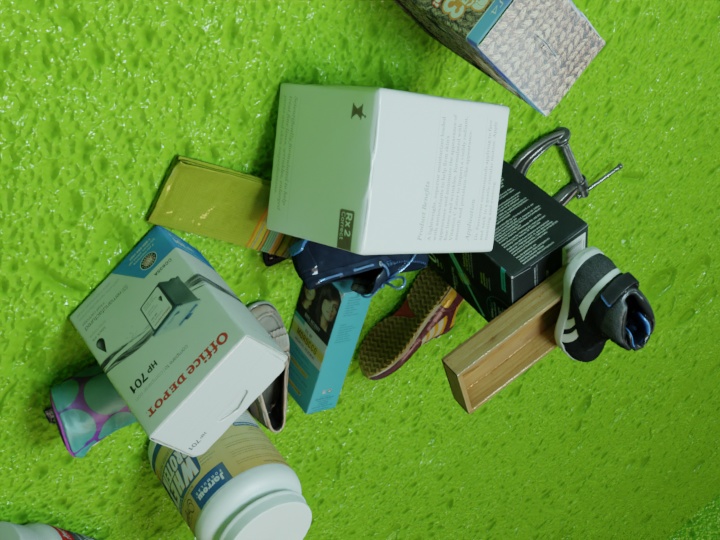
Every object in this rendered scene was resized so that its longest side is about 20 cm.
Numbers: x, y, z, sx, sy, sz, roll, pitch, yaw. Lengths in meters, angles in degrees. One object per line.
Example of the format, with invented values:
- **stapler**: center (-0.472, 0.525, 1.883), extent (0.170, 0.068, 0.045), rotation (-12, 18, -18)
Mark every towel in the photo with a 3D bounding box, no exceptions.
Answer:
- **towel**: center (-0.131, -0.065, 1.100), extent (0.200, 0.018, 0.086), rotation (14, 114, -37)

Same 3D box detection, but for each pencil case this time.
- **pencil case**: center (-0.258, 0.139, 1.142), extent (0.200, 0.085, 0.093), rotation (-23, 122, -25)

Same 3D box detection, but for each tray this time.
- **tray**: center (0.194, 0.084, 1.223), extent (0.200, 0.037, 0.099), rotation (-36, 143, -12)

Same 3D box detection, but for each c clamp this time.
- **c clamp**: center (0.288, -0.143, 1.440), extent (0.171, 0.027, 0.200), rotation (-43, 144, 6)

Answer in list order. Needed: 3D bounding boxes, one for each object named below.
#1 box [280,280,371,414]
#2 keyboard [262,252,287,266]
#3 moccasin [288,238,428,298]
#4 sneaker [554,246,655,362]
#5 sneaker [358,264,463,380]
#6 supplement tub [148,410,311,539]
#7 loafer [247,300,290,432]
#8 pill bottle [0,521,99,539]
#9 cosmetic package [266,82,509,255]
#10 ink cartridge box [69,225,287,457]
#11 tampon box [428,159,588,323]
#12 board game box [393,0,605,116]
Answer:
- **box**: center (-0.049, 0.084, 1.287), extent (0.049, 0.082, 0.200), rotation (-9, 130, -37)
- **keyboard**: center (-0.028, -0.070, 1.200), extent (0.200, 0.040, 0.104), rotation (-27, 140, -23)
- **moccasin**: center (0.000, 0.000, 1.180), extent (0.200, 0.068, 0.080), rotation (-1, 160, -36)
- **sneaker**: center (0.294, 0.073, 1.181), extent (0.073, 0.112, 0.200), rotation (-32, 142, -14)
- **sneaker**: center (0.084, 0.085, 1.417), extent (0.200, 0.075, 0.090), rotation (-49, 140, 8)
- **supplement tub**: center (-0.165, 0.268, 1.252), extent (0.144, 0.200, 0.145), rotation (-25, 138, -25)
- **loafer**: center (-0.117, 0.128, 1.279), extent (0.072, 0.063, 0.200), rotation (-22, 137, -26)
- **pill bottle**: center (-0.382, 0.377, 1.224), extent (0.114, 0.114, 0.200), rotation (-46, 143, 1)
- **cosmetic package**: center (0.029, -0.110, 1.075), extent (0.200, 0.165, 0.165), rotation (-1, 101, -41)
- **ink cartridge box**: center (-0.194, 0.072, 1.044), extent (0.146, 0.200, 0.086), rotation (-47, 142, 2)
- **tampon box**: center (0.182, -0.035, 1.294), extent (0.126, 0.200, 0.150), rotation (-33, 142, -16)
- **board game box**: center (0.125, -0.274, 1.021), extent (0.097, 0.200, 0.159), rotation (-52, 141, 8)
